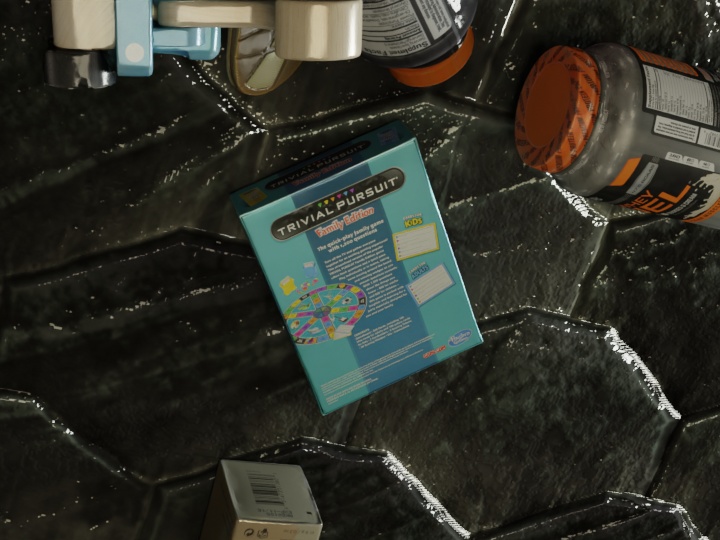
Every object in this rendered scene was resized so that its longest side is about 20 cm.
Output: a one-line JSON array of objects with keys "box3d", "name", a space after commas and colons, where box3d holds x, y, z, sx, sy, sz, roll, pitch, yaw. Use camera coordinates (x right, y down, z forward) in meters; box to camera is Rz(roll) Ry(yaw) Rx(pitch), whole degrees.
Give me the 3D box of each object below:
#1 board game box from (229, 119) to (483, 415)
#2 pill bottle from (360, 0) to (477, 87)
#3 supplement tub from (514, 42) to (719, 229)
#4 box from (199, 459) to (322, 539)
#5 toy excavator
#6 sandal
[{"box3d": [0.000, 0.000, 1.061, 0.150, 0.047, 0.201, -24, 120, -5], "name": "board game box"}, {"box3d": [0.020, -0.214, 0.908, 0.106, 0.107, 0.200, -34, 144, 1], "name": "pill bottle"}, {"box3d": [0.231, -0.108, 1.039, 0.198, 0.123, 0.124, 11, 111, -21], "name": "supplement tub"}, {"box3d": [-0.101, 0.276, 1.138, 0.077, 0.095, 0.202, 8, 111, -20], "name": "box"}, {"box3d": [-0.109, -0.172, 0.852, 0.198, 0.195, 0.101, -3, 107, -10], "name": "toy excavator"}, {"box3d": [-0.069, -0.226, 0.924, 0.080, 0.054, 0.202, -7, 104, -45], "name": "sandal"}]
